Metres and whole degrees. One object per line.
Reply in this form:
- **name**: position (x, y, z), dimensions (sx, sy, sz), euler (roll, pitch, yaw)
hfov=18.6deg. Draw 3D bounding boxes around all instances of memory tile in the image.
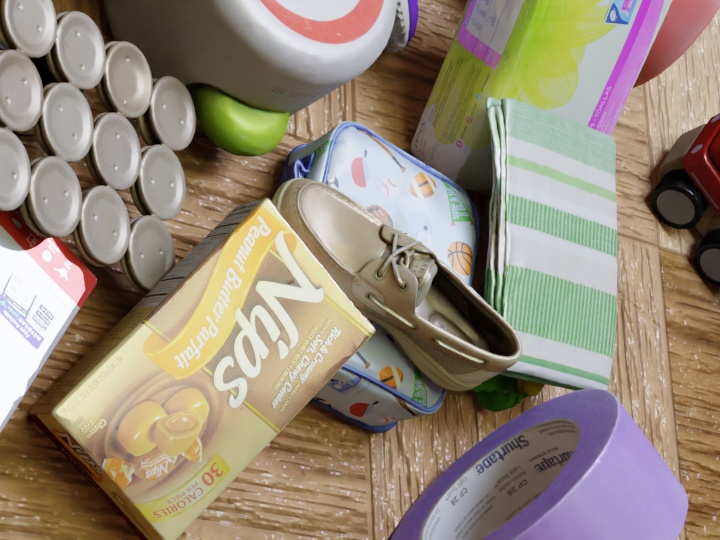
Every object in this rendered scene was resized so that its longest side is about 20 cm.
- **memory tile**: position (-0.173, -0.083, 1.382), dimensions (0.200, 0.017, 0.155), euler (33, 57, -51)

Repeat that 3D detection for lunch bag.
- **lunch bag**: position (0.000, 0.000, 1.548), dimensions (0.160, 0.075, 0.202), euler (28, 57, -29)

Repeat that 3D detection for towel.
- **towel**: position (0.140, -0.016, 1.611), dimensions (0.152, 0.023, 0.202), euler (15, 70, -47)

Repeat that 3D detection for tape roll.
- **tape roll**: position (0.117, 0.177, 1.495), dimensions (0.085, 0.199, 0.200), euler (52, 47, -12)

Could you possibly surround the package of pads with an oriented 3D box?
- **package of pads**: position (0.136, -0.154, 1.654), dimensions (0.154, 0.201, 0.068), euler (-1, 33, -39)

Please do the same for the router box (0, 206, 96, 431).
- **router box**: position (-0.271, 0.005, 1.301), dimensions (0.200, 0.049, 0.180), euler (49, 47, -24)

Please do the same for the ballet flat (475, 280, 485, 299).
- **ballet flat**: position (0.123, 0.005, 1.649), dimensions (0.046, 0.067, 0.200), euler (41, 40, 0)

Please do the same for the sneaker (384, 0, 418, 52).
- **sneaker**: position (0.025, -0.258, 1.616), dimensions (0.099, 0.069, 0.201), euler (-44, 139, -32)

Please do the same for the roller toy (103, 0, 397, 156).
- **roller toy**: position (-0.073, -0.201, 1.515), dimensions (0.201, 0.139, 0.182), euler (54, 46, -11)

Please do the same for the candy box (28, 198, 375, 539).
- **candy box**: position (-0.098, 0.063, 1.398), dimensions (0.200, 0.055, 0.116), euler (-46, 106, -22)

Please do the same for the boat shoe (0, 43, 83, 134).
- **boat shoe**: position (-0.259, -0.139, 1.373), dimensions (0.199, 0.063, 0.073), euler (17, 63, -37)

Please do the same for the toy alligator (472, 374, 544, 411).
- **toy alligator**: position (0.134, 0.059, 1.665), dimensions (0.200, 0.059, 0.055), euler (-36, 140, -46)

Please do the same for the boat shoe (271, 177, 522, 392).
- **boat shoe**: position (0.026, 0.004, 1.477), dimensions (0.200, 0.065, 0.072), euler (42, 53, -17)

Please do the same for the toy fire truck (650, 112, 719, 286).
- **toy fire truck**: position (0.359, -0.050, 1.807), dimensions (0.176, 0.199, 0.129), euler (52, 46, -14)

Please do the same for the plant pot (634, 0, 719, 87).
- **plant pot**: position (0.187, -0.274, 1.762), dimensions (0.176, 0.200, 0.202), euler (27, 56, -21)
